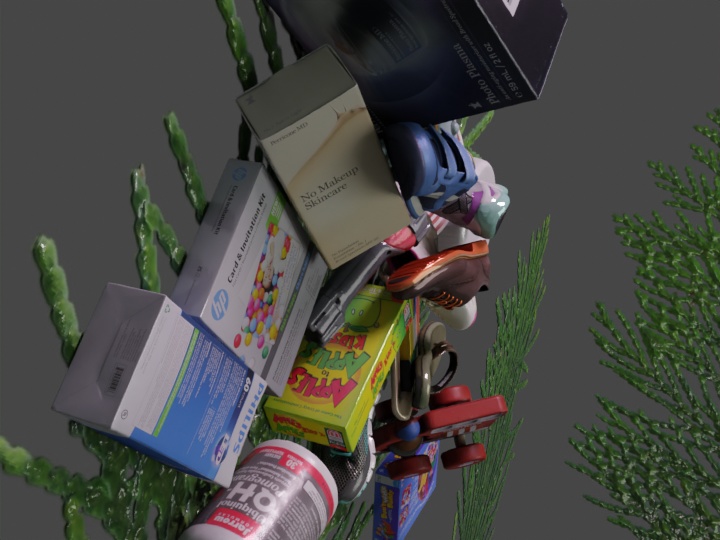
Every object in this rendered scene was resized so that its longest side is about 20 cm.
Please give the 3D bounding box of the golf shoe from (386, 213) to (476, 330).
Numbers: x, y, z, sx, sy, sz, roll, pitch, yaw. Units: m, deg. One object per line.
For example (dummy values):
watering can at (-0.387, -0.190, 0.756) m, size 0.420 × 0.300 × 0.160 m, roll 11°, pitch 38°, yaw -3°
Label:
golf shoe at (0.082, 0.011, 1.062) m, size 0.201 × 0.075 × 0.092 m, roll 55°, pitch 42°, yaw -20°

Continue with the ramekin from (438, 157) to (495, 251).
ramekin at (0.142, -0.086, 1.269) m, size 0.200 × 0.097 × 0.203 m, roll 10°, pitch 90°, yaw -69°

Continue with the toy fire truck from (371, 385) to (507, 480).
toy fire truck at (0.100, 0.222, 1.161) m, size 0.168 × 0.197 × 0.113 m, roll 91°, pitch -13°, yaw -69°

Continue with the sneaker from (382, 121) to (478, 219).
sneaker at (0.071, -0.107, 0.806) m, size 0.200 × 0.081 × 0.075 m, roll 26°, pitch 46°, yaw -81°

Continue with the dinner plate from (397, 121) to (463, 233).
dinner plate at (0.072, -0.134, 1.109) m, size 0.199 × 0.024 × 0.203 m, roll -12°, pitch 107°, yaw -44°

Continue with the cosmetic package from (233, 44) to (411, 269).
cosmetic package at (-0.030, -0.102, 0.790) m, size 0.103 × 0.073 × 0.201 m, roll -31°, pitch 143°, yaw -1°

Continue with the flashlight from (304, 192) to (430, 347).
flashlight at (0.000, 0.000, 0.945) m, size 0.200 × 0.068 × 0.068 m, roll -51°, pitch 119°, yaw -19°

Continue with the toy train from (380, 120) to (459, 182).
toy train at (0.062, -0.204, 0.977) m, size 0.085 × 0.113 × 0.202 m, roll -38°, pitch 125°, yaw -57°

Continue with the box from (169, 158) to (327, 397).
box at (-0.100, 0.014, 0.787) m, size 0.200 × 0.041 × 0.157 m, roll 60°, pitch 44°, yaw -57°

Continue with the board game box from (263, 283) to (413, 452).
board game box at (-0.020, 0.102, 0.941) m, size 0.048 × 0.100 × 0.201 m, roll 78°, pitch 30°, yaw -44°

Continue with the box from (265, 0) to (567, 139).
box at (0.052, -0.245, 0.761) m, size 0.200 × 0.197 × 0.124 m, roll 46°, pitch 56°, yaw -33°

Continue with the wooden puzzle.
wooden puzzle at (0.063, 0.081, 1.130) m, size 0.185 × 0.037 × 0.203 m, roll -51°, pitch 135°, yaw -75°

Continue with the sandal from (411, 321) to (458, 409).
sandal at (0.106, 0.135, 1.131) m, size 0.201 × 0.057 × 0.081 m, roll -64°, pitch 153°, yaw -68°

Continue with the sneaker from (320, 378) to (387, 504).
sneaker at (-0.021, 0.187, 1.028) m, size 0.091 × 0.077 × 0.202 m, roll 46°, pitch 48°, yaw -60°

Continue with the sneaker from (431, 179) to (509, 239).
sneaker at (0.122, -0.105, 1.085) m, size 0.078 × 0.139 × 0.200 m, roll -64°, pitch 178°, yaw 5°

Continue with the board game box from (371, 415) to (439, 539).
board game box at (0.080, 0.353, 1.378) m, size 0.200 × 0.044 × 0.136 m, roll -35°, pitch 131°, yaw -61°

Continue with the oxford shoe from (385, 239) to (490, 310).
oxford shoe at (0.104, 0.014, 0.980) m, size 0.199 × 0.071 × 0.073 m, roll -18°, pitch 94°, yaw -49°

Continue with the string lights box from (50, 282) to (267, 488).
string lights box at (-0.152, 0.102, 0.669) m, size 0.200 × 0.058 × 0.104 m, roll 59°, pitch 46°, yaw -59°

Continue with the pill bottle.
pill bottle at (-0.109, 0.263, 0.778) m, size 0.200 × 0.109 × 0.112 m, roll -47°, pitch 142°, yaw -54°
